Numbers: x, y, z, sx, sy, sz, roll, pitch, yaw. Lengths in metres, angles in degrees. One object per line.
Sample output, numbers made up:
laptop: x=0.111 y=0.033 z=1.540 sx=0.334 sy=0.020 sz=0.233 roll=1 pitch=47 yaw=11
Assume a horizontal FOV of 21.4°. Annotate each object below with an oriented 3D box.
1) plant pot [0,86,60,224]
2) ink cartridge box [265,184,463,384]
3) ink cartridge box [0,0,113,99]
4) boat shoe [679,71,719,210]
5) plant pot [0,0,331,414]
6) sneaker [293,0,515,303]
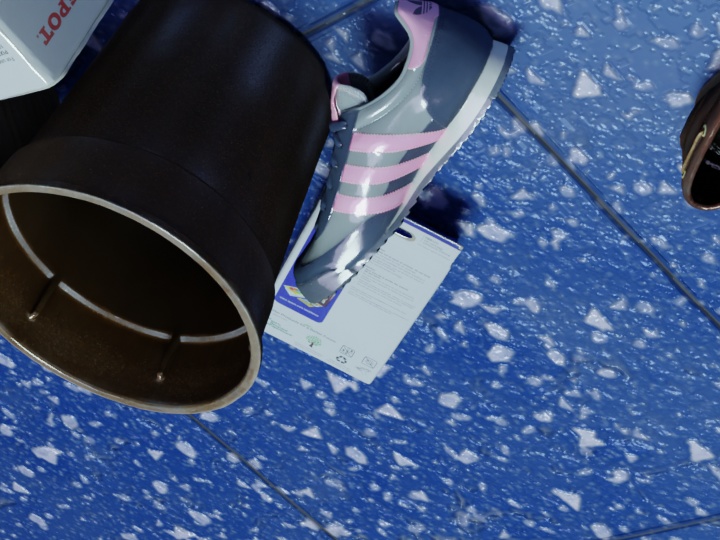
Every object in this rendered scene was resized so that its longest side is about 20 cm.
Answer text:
plant pot: x=-0.253 y=-0.102 z=1.241 sx=0.201 sy=0.092 sz=0.202 roll=47 pitch=151 yaw=36
ink cartridge box: x=0.000 y=0.000 z=1.300 sx=0.099 sy=0.039 sz=0.200 roll=28 pitch=146 yaw=-4
ink cartridge box: x=-0.227 y=-0.213 z=1.072 sx=0.083 sy=0.145 sz=0.200 roll=-10 pitch=132 yaw=40
boat shoe: x=0.235 y=-0.099 z=1.010 sx=0.070 sy=0.071 sz=0.200 roll=29 pitch=143 yaw=-4
plant pot: x=-0.117 y=-0.053 z=1.164 sx=0.199 sy=0.199 sz=0.201 roll=16 pitch=145 yaw=12
sneaker: x=0.004 y=-0.073 z=1.131 sx=0.082 sy=0.070 sz=0.200 roll=32 pitch=109 yaw=-12
